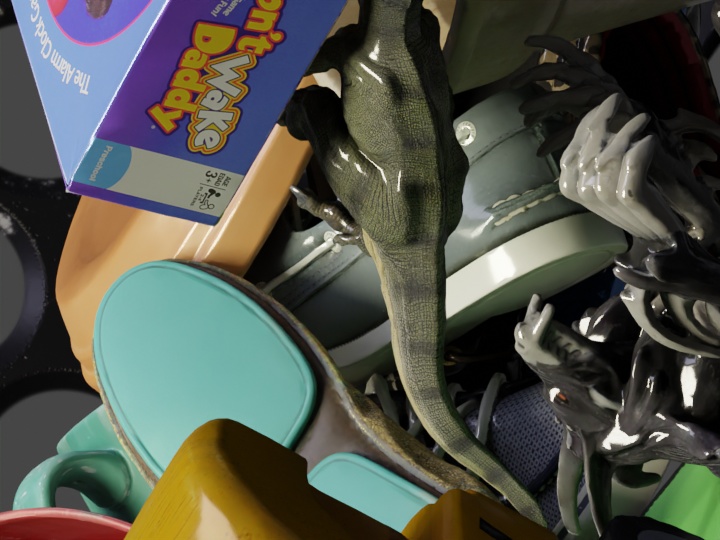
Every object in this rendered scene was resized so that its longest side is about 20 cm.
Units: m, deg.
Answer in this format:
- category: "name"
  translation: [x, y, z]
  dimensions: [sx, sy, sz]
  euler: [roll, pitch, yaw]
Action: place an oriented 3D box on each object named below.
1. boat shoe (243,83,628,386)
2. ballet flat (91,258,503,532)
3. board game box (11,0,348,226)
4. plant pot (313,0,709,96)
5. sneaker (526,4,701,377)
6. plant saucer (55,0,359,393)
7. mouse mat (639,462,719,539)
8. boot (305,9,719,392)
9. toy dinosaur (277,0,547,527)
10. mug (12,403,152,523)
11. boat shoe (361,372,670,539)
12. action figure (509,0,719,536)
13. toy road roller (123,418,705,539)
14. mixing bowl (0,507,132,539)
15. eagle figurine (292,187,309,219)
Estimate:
- category: "boat shoe"
  translation: [0.000, 0.000, 0.857]
  dimensions: [0.073, 0.062, 0.200]
  euler: [-10, -12, -47]
- category: "ballet flat"
  translation: [-0.008, 0.066, 0.786]
  dimensions: [0.071, 0.200, 0.071]
  euler: [-25, -47, -30]
- category: "board game box"
  translation: [-0.051, -0.129, 0.711]
  dimensions: [0.135, 0.045, 0.200]
  euler: [-57, 35, 30]
- category: "plant pot"
  translation: [0.078, -0.152, 0.779]
  dimensions: [0.200, 0.183, 0.201]
  euler: [171, 90, -71]
- category: "sneaker"
  translation: [0.089, -0.033, 1.003]
  dimensions: [0.083, 0.071, 0.200]
  euler: [34, -107, -62]
- category: "plant saucer"
  translation: [-0.053, -0.051, 0.914]
  dimensions: [0.200, 0.037, 0.200]
  euler: [-57, 15, 25]
- category: "mouse mat"
  translation: [0.053, 0.138, 0.721]
  dimensions: [0.200, 0.008, 0.161]
  euler: [-61, 5, 31]
- category: "boot"
  translation: [0.056, -0.002, 0.898]
  dimensions: [0.150, 0.073, 0.201]
  euler: [-4, 95, 49]
- category: "toy dinosaur"
  translation: [0.004, -0.027, 0.710]
  dimensions: [0.088, 0.047, 0.200]
  euler: [32, 140, 51]
- category: "mug"
  translation: [-0.051, 0.095, 1.145]
  dimensions: [0.185, 0.115, 0.152]
  euler: [-31, -6, -8]
- category: "boat shoe"
  translation: [0.031, 0.063, 0.843]
  dimensions: [0.200, 0.093, 0.075]
  euler: [-57, 7, 51]
- category: "action figure"
  translation: [0.087, -0.023, 0.684]
  dimensions: [0.200, 0.102, 0.119]
  euler: [-59, 20, 5]
- category: "toy road roller"
  translation: [0.008, 0.110, 0.514]
  dimensions: [0.123, 0.146, 0.200]
  euler: [-61, 5, 14]
- category: "mixing bowl"
  translation: [-0.060, 0.168, 0.824]
  dimensions: [0.108, 0.200, 0.200]
  euler: [-4, -53, -60]
- category: "eagle figurine"
  translation: [0.028, -0.053, 1.065]
  dimensions: [0.151, 0.152, 0.200]
  euler: [-29, 9, -4]
